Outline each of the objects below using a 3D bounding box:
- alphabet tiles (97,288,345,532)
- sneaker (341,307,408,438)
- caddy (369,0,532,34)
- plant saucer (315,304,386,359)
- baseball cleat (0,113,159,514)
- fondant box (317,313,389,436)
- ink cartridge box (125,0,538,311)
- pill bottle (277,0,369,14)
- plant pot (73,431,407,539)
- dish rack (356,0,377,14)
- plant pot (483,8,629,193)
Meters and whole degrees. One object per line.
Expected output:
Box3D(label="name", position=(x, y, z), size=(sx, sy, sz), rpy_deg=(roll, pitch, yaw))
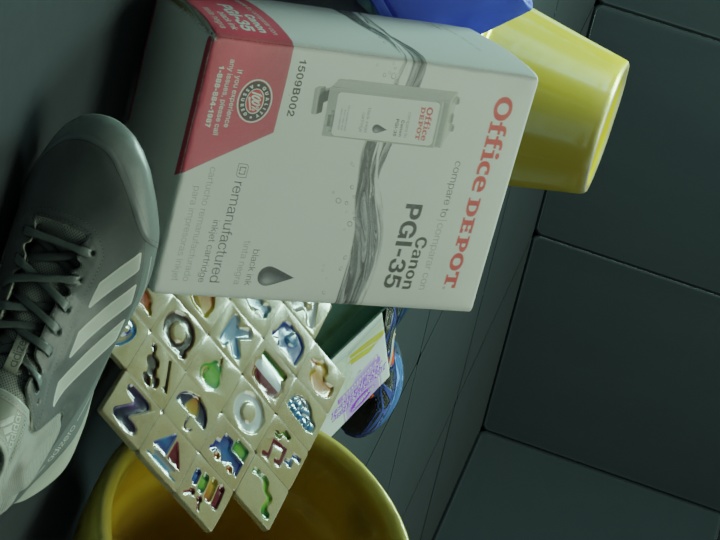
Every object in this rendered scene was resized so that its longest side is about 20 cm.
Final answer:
Box3D(label="alphabet tiles", position=(-0.081, 0.050, 1.226), size=(0.006, 0.166, 0.200), rpy_deg=(-21, -152, 38))
Box3D(label="sneaker", position=(0.000, 0.071, 1.981), size=(0.078, 0.075, 0.200), rpy_deg=(-38, 139, -58))
Box3D(label="caddy", position=(0.019, -0.210, 1.202), size=(0.200, 0.105, 0.141), rpy_deg=(55, 18, -45))
Box3D(label="plant saucer", position=(0.000, 0.000, 1.379), size=(0.200, 0.070, 0.019), rpy_deg=(-45, -139, 36))
Box3D(label="baseball cleat", position=(-0.146, 0.030, 0.960), size=(0.106, 0.070, 0.200), rpy_deg=(-50, 157, -67))
Box3D(label="fondant box", position=(-0.049, 0.083, 1.551), size=(0.144, 0.058, 0.200), rpy_deg=(-45, 166, -12))
Box3D(label="ink cartridge box", position=(-0.020, -0.062, 1.116), size=(0.083, 0.200, 0.147), rpy_deg=(43, -57, 54))
Box3D(label="pill bottle", position=(-0.031, -0.093, 1.274), size=(0.200, 0.111, 0.111), rpy_deg=(68, 42, -76))
Box3D(label="plant pot", position=(-0.094, 0.214, 1.282), size=(0.189, 0.201, 0.201), rpy_deg=(-57, -177, 44))
Box3D(label="dish rack", position=(0.021, -0.141, 1.399), size=(0.172, 0.044, 0.200), rpy_deg=(-112, -171, -69))
Box3D(label="plant pot", position=(0.137, -0.158, 1.913), size=(0.201, 0.189, 0.201), rpy_deg=(19, 90, -82))
